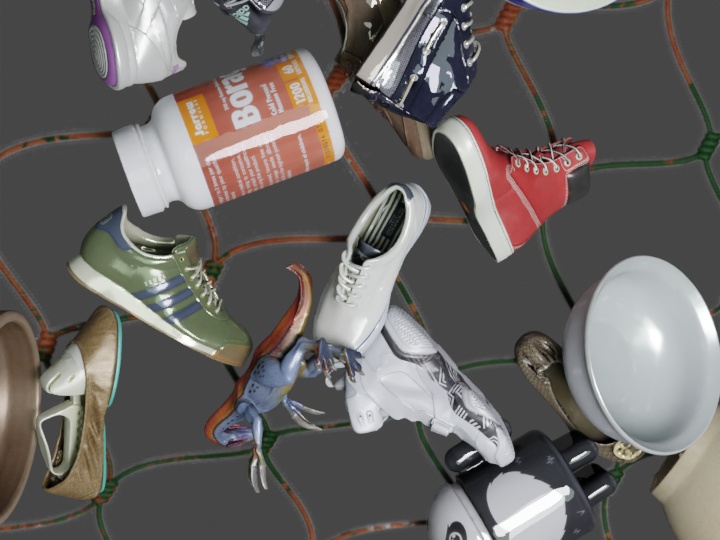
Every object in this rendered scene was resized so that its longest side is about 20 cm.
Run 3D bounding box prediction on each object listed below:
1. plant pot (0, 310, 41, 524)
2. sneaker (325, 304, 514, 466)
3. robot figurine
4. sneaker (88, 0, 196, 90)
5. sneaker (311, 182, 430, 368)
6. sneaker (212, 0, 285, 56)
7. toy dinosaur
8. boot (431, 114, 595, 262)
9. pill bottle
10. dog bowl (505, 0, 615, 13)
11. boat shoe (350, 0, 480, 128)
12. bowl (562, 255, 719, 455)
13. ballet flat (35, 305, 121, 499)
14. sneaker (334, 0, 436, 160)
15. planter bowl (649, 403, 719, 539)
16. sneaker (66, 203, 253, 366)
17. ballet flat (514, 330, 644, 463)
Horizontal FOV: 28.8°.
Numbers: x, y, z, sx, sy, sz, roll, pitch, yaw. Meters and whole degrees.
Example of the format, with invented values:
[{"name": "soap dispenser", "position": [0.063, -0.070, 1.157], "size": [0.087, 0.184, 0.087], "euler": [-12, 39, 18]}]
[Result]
[{"name": "plant pot", "position": [-0.407, 0.128, 1.289], "size": [0.174, 0.200, 0.201], "euler": [5, 105, 6]}, {"name": "sneaker", "position": [0.059, 0.141, 1.419], "size": [0.115, 0.075, 0.200], "euler": [-42, 85, 7]}, {"name": "robot figurine", "position": [0.165, 0.245, 1.458], "size": [0.200, 0.150, 0.125], "euler": [-30, 147, -3]}, {"name": "sneaker", "position": [-0.204, -0.270, 1.282], "size": [0.099, 0.075, 0.201], "euler": [-11, 107, -29]}, {"name": "sneaker", "position": [0.000, 0.000, 1.377], "size": [0.073, 0.071, 0.201], "euler": [25, 92, 23]}, {"name": "sneaker", "position": [-0.123, -0.253, 1.261], "size": [0.200, 0.078, 0.140], "euler": [-35, 122, -33]}, {"name": "toy dinosaur", "position": [-0.088, 0.109, 1.379], "size": [0.181, 0.105, 0.201], "euler": [-18, 84, 30]}, {"name": "boot", "position": [0.156, -0.110, 1.361], "size": [0.144, 0.072, 0.200], "euler": [-36, 142, -2]}, {"name": "pill bottle", "position": [-0.124, -0.124, 1.305], "size": [0.199, 0.112, 0.113], "euler": [-21, 108, -6]}, {"name": "dog bowl", "position": [0.191, -0.346, 1.330], "size": [0.199, 0.079, 0.201], "euler": [-3, 105, -11]}, {"name": "boat shoe", "position": [0.081, -0.224, 1.274], "size": [0.093, 0.075, 0.200], "euler": [34, 100, -6]}, {"name": "bowl", "position": [0.272, 0.091, 1.439], "size": [0.201, 0.090, 0.202], "euler": [9, 74, -36]}, {"name": "ballet flat", "position": [-0.279, 0.132, 1.363], "size": [0.072, 0.068, 0.201], "euler": [-2, 111, -34]}, {"name": "sneaker", "position": [0.018, -0.197, 1.351], "size": [0.075, 0.070, 0.201], "euler": [-15, 105, 12]}, {"name": "planter bowl", "position": [0.393, 0.223, 1.482], "size": [0.135, 0.200, 0.201], "euler": [35, 96, 8]}, {"name": "sneaker", "position": [-0.176, 0.010, 1.353], "size": [0.200, 0.067, 0.090], "euler": [31, 101, -15]}, {"name": "ballet flat", "position": [0.238, 0.140, 1.488], "size": [0.067, 0.046, 0.200], "euler": [-43, 109, 3]}]
